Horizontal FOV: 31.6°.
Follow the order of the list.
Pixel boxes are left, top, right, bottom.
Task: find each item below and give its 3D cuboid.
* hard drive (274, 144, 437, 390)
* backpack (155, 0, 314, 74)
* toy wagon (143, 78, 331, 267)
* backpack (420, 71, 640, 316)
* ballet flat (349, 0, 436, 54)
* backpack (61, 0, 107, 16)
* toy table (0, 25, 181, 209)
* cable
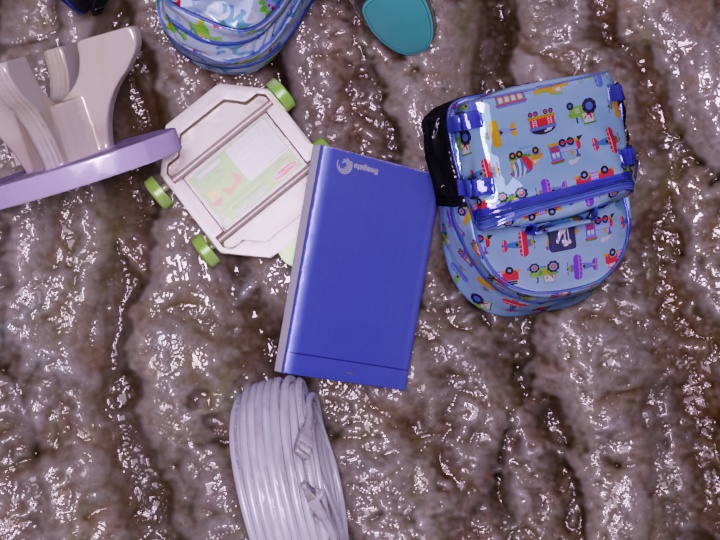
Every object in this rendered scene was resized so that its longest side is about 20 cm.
[{"bbox_3d":[0.000,0.000,1.143,0.131,0.025,0.201,11,87,-32],"label":"hard drive"},{"bbox_3d":[-0.106,-0.275,1.129,0.163,0.154,0.201,26,98,-6],"label":"backpack"},{"bbox_3d":[-0.093,-0.071,1.164,0.155,0.040,0.200,-39,91,-3],"label":"toy wagon"},{"bbox_3d":[0.156,-0.061,1.123,0.182,0.135,0.201,-9,92,-11],"label":"backpack"},{"bbox_3d":[0.010,-0.263,1.115,0.068,0.200,0.076,-22,65,22],"label":"ballet flat"},{"bbox_3d":[-0.256,-0.363,1.105,0.168,0.163,0.200,39,89,20],"label":"backpack"},{"bbox_3d":[-0.265,-0.130,1.098,0.199,0.184,0.118,-17,102,-1],"label":"toy table"},{"bbox_3d":[-0.055,0.190,1.079,0.069,0.200,0.201,-13,116,2],"label":"cable"}]
